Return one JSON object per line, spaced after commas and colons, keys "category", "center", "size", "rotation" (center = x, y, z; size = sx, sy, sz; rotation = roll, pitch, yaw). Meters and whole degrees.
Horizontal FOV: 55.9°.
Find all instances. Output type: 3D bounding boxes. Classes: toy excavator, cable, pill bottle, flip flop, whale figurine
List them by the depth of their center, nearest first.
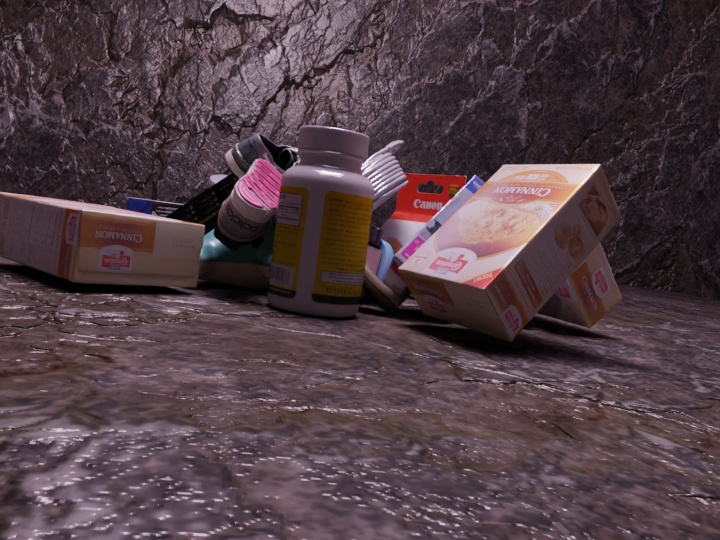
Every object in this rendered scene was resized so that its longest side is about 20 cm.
{"category": "pill bottle", "center": [-0.042, -0.056, 0.775], "size": [0.109, 0.205, 0.111], "rotation": [8, 4, -1]}
{"category": "flip flop", "center": [-0.010, -0.035, 0.865], "size": [0.201, 0.057, 0.081], "rotation": [49, 0, 14]}
{"category": "whale figurine", "center": [-0.163, -0.032, 0.906], "size": [0.157, 0.106, 0.198], "rotation": [12, 6, 40]}
{"category": "toy excavator", "center": [0.000, 0.000, 1.028], "size": [0.192, 0.102, 0.198], "rotation": [11, -9, 46]}
{"category": "cable", "center": [-0.013, -0.114, 1.117], "size": [0.200, 0.070, 0.199], "rotation": [-41, 3, -43]}

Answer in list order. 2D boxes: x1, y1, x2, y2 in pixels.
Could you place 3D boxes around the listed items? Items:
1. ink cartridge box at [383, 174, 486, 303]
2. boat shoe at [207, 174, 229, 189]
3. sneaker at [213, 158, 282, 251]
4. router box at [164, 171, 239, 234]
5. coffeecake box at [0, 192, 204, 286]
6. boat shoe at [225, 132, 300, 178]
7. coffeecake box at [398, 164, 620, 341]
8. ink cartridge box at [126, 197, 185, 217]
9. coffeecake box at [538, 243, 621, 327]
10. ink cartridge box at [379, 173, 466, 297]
{"category": "ink cartridge box", "center": [0.109, -0.047, 0.905], "size": [0.042, 0.199, 0.120], "rotation": [43, -22, 11]}
{"category": "boat shoe", "center": [-0.184, -0.110, 1.169], "size": [0.070, 0.067, 0.198], "rotation": [38, 18, 34]}
{"category": "sneaker", "center": [-0.134, -0.078, 0.851], "size": [0.073, 0.088, 0.200], "rotation": [40, 17, -7]}
{"category": "router box", "center": [-0.208, -0.075, 1.045], "size": [0.198, 0.063, 0.149], "rotation": [-28, -9, 20]}
{"category": "coffeecake box", "center": [-0.302, -0.035, 0.776], "size": [0.197, 0.075, 0.152], "rotation": [12, 4, 39]}
{"category": "boat shoe", "center": [-0.109, -0.146, 0.983], "size": [0.199, 0.062, 0.074], "rotation": [15, 41, -58]}
{"category": "coffeecake box", "center": [0.164, -0.029, 0.760], "size": [0.153, 0.200, 0.074], "rotation": [14, -37, 58]}
{"category": "ink cartridge box", "center": [-0.323, -0.066, 1.128], "size": [0.043, 0.096, 0.200], "rotation": [7, 4, 8]}
{"category": "coffeecake box", "center": [0.260, -0.017, 0.992], "size": [0.073, 0.155, 0.199], "rotation": [-36, 21, -17]}
{"category": "ink cartridge box", "center": [0.090, -0.061, 1.122], "size": [0.049, 0.205, 0.161], "rotation": [4, 5, -41]}
